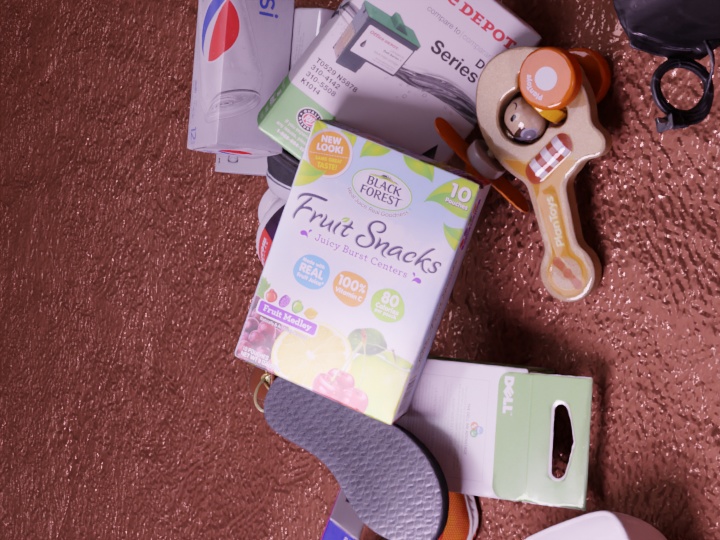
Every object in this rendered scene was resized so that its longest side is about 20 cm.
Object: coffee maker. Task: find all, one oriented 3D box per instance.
[{"bbox_3d":[0.266,-0.208,0.948,0.200,0.134,0.193,-11,100,60],"label":"coffee maker"}]

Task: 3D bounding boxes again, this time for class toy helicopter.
[{"bbox_3d":[0.136,-0.073,1.159,0.132,0.079,0.201,-13,90,31],"label":"toy helicopter"}]

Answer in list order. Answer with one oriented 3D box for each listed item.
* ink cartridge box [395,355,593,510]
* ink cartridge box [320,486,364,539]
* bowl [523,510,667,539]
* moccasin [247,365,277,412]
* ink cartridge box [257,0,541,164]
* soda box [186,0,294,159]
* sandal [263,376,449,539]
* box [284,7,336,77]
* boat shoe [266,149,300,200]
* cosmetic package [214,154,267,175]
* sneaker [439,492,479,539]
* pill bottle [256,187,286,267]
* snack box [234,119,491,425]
[{"bbox_3d":[0.099,0.125,1.192,0.199,0.059,0.104,4,89,30],"label":"ink cartridge box"},{"bbox_3d":[-0.011,0.220,1.313,0.200,0.037,0.095,-70,-1,-56],"label":"ink cartridge box"},{"bbox_3d":[0.173,0.284,1.064,0.200,0.074,0.201,-40,53,49],"label":"bowl"},{"bbox_3d":[-0.063,0.105,1.485,0.201,0.077,0.074,-3,83,59],"label":"moccasin"},{"bbox_3d":[0.031,-0.159,1.222,0.200,0.146,0.084,-53,9,10],"label":"ink cartridge box"},{"bbox_3d":[-0.103,-0.202,1.306,0.063,0.068,0.201,0,84,59],"label":"soda box"},{"bbox_3d":[0.004,0.143,1.193,0.200,0.043,0.076,41,100,35],"label":"sandal"},{"bbox_3d":[-0.025,-0.181,1.387,0.200,0.152,0.107,17,101,58],"label":"box"},{"bbox_3d":[-0.007,-0.081,1.356,0.199,0.069,0.057,18,132,30],"label":"boat shoe"},{"bbox_3d":[-0.088,-0.176,1.596,0.200,0.051,0.152,8,96,59],"label":"cosmetic package"},{"bbox_3d":[0.045,0.152,1.297,0.073,0.077,0.201,-55,40,43],"label":"sneaker"},{"bbox_3d":[-0.030,-0.005,1.409,0.200,0.112,0.113,58,133,45],"label":"pill bottle"},{"bbox_3d":[0.000,0.000,1.168,0.142,0.053,0.201,23,101,12],"label":"snack box"}]
